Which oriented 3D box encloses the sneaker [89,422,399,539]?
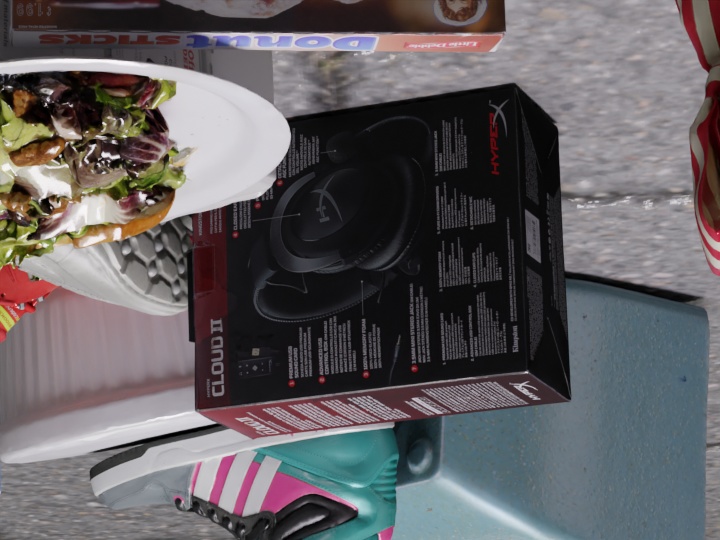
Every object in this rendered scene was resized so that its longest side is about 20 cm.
[{"bbox_3d":[-0.062,0.150,1.750,0.199,0.121,0.084,-13,174,27],"label":"sneaker"}]

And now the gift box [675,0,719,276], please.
[{"bbox_3d":[0.227,-0.072,1.235,0.186,0.185,0.200,-5,158,6],"label":"gift box"}]

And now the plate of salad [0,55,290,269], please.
[{"bbox_3d":[-0.128,-0.041,1.252,0.199,0.048,0.200,-3,162,-1],"label":"plate of salad"}]

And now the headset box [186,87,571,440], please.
[{"bbox_3d":[0.000,0.000,1.529,0.199,0.149,0.077,-9,162,21],"label":"headset box"}]

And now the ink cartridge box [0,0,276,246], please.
[{"bbox_3d":[-0.153,-0.082,1.336,0.146,0.083,0.200,-13,160,33],"label":"ink cartridge box"}]

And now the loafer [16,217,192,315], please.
[{"bbox_3d":[-0.160,-0.031,1.536,0.070,0.070,0.200,-10,148,36],"label":"loafer"}]

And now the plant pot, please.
[{"bbox_3d":[0.078,0.106,1.863,0.200,0.197,0.196,21,153,-39],"label":"plant pot"}]

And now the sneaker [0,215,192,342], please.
[{"bbox_3d":[-0.184,-0.003,1.616,0.199,0.085,0.077,0,165,-9],"label":"sneaker"}]

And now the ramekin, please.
[{"bbox_3d":[-0.118,0.048,1.727,0.202,0.095,0.202,-10,175,-1],"label":"ramekin"}]

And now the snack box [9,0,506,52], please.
[{"bbox_3d":[-0.042,-0.126,1.214,0.199,0.072,0.024,0,164,-7],"label":"snack box"}]
